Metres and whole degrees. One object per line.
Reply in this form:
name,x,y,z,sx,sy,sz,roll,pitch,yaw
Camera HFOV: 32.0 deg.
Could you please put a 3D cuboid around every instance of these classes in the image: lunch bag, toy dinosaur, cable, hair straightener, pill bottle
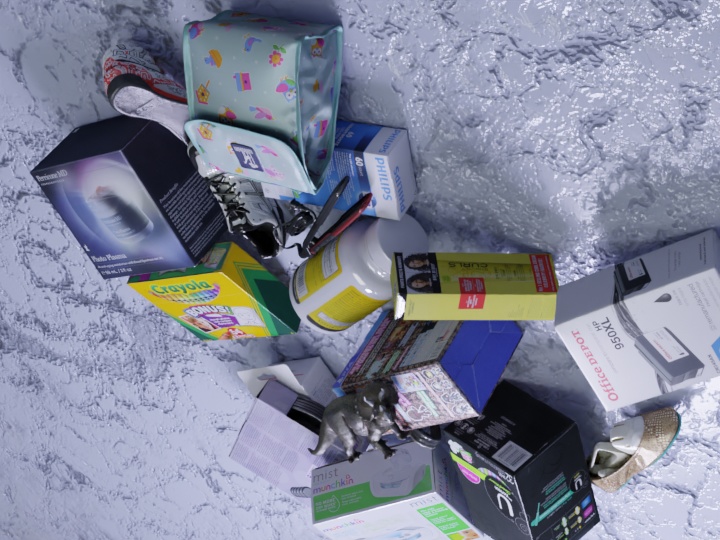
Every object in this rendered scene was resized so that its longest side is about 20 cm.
lunch bag,-0.117,-0.197,1.497,0.170,0.122,0.201,14,115,25
toy dinosaur,0.000,0.195,1.633,0.200,0.077,0.102,-17,107,49
cable,0.091,0.213,1.757,0.097,0.200,0.050,34,107,-15
hair straightener,-0.059,-0.070,1.595,0.077,0.041,0.200,37,150,-9
pill bottle,0.000,0.000,1.645,0.111,0.111,0.200,44,140,-10

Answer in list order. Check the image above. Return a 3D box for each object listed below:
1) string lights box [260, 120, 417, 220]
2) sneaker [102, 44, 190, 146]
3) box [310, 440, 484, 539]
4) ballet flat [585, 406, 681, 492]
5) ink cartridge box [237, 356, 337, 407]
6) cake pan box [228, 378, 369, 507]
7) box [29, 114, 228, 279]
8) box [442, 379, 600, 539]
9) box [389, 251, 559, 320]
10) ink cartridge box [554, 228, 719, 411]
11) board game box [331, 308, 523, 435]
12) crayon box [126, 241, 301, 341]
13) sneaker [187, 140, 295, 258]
string lights box,-0.035,-0.133,1.580,0.199,0.059,0.103,12,135,26
sneaker,-0.247,-0.227,1.635,0.201,0.108,0.067,22,121,-38
box,0.055,0.338,1.836,0.199,0.097,0.177,-18,142,20
ballet flat,0.351,0.237,1.659,0.065,0.071,0.200,17,139,-9
ink cartridge box,-0.086,0.202,1.933,0.116,0.068,0.200,-12,122,40
cake pan box,-0.095,0.271,1.915,0.184,0.052,0.200,28,139,2
box,-0.319,-0.105,1.757,0.200,0.123,0.199,-8,123,38
box,0.223,0.283,1.721,0.148,0.124,0.200,30,148,46
box,0.138,0.019,1.530,0.199,0.075,0.050,2,136,-6
ink cartridge box,0.344,0.061,1.448,0.200,0.084,0.145,-23,116,27
board game box,0.089,0.120,1.663,0.200,0.160,0.097,-18,117,45
crayon box,-0.210,0.035,1.824,0.200,0.058,0.173,-7,145,39
sneaker,-0.155,-0.095,1.645,0.075,0.088,0.200,-20,132,31
